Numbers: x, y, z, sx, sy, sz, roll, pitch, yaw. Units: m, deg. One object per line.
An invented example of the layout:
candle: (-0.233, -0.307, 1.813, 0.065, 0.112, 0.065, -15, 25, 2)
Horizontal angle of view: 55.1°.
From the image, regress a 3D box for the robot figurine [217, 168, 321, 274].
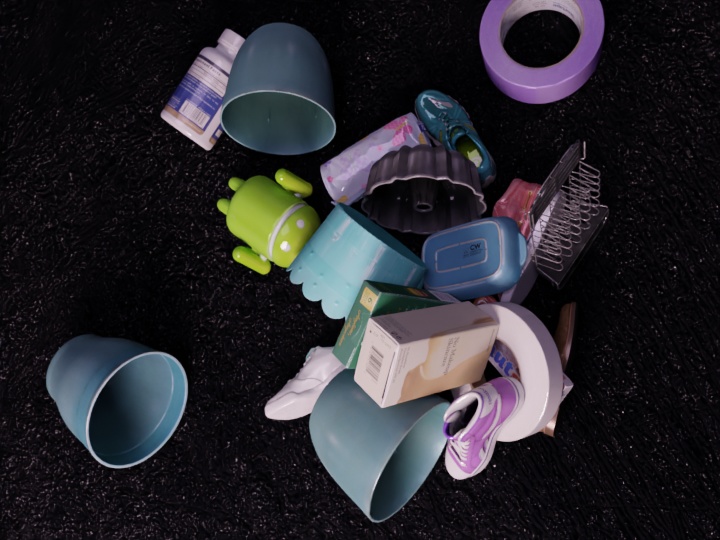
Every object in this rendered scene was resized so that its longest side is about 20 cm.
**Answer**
robot figurine: (-0.150, -0.085, 1.190, 0.198, 0.115, 0.177, 33, 95, 19)

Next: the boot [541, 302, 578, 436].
boot: (0.284, 0.142, 1.049, 0.074, 0.073, 0.204, 14, 87, 28)

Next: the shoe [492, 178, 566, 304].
shoe: (0.245, -0.044, 1.095, 0.090, 0.071, 0.203, 25, 92, 32)

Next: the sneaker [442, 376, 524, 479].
sneaker: (0.146, 0.235, 0.997, 0.073, 0.113, 0.203, 46, 131, 36)

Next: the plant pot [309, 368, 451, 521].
plant pot: (0.020, 0.240, 1.039, 0.160, 0.200, 0.203, 32, 90, 29)

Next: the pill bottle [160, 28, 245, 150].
pill bottle: (-0.270, -0.336, 1.273, 0.110, 0.111, 0.202, 34, 91, 19)

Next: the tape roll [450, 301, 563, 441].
tape roll: (0.208, 0.148, 1.025, 0.201, 0.037, 0.208, 10, 103, 51)

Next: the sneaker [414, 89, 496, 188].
sneaker: (0.160, -0.228, 1.142, 0.077, 0.080, 0.201, -38, 72, 7)

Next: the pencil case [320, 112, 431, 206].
pencil case: (0.029, -0.184, 1.172, 0.197, 0.083, 0.092, -27, 83, 10)

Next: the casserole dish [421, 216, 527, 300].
casserole dish: (0.166, -0.019, 1.083, 0.197, 0.038, 0.124, -14, 69, 39)

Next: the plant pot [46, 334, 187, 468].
plant pot: (-0.436, 0.206, 1.195, 0.186, 0.199, 0.204, 19, 86, 34)

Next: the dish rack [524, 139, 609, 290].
dish rack: (0.301, -0.083, 1.005, 0.054, 0.201, 0.154, 28, 73, 31)

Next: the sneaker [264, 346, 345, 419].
sneaker: (-0.078, 0.175, 1.156, 0.198, 0.075, 0.089, -30, 61, 4)

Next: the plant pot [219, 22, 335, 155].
plant pot: (-0.136, -0.321, 1.194, 0.196, 0.201, 0.164, -4, 69, 16)

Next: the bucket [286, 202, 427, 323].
bucket: (0.000, 0.000, 1.083, 0.206, 0.207, 0.136, 39, 100, 19)

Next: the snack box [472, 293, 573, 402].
snack box: (0.231, 0.125, 1.042, 0.201, 0.024, 0.073, 51, 130, 36)

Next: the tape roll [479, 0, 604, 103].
tape roll: (0.297, -0.384, 1.136, 0.196, 0.066, 0.205, -3, 80, 15)

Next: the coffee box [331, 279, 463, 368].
coffee box: (0.060, 0.084, 1.011, 0.044, 0.198, 0.125, 38, 111, 41)

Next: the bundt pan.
bundt pan: (0.100, -0.133, 1.088, 0.197, 0.202, 0.077, -2, 69, 16)

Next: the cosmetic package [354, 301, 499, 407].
cosmetic package: (0.096, 0.114, 0.975, 0.071, 0.197, 0.107, 38, 125, 43)
